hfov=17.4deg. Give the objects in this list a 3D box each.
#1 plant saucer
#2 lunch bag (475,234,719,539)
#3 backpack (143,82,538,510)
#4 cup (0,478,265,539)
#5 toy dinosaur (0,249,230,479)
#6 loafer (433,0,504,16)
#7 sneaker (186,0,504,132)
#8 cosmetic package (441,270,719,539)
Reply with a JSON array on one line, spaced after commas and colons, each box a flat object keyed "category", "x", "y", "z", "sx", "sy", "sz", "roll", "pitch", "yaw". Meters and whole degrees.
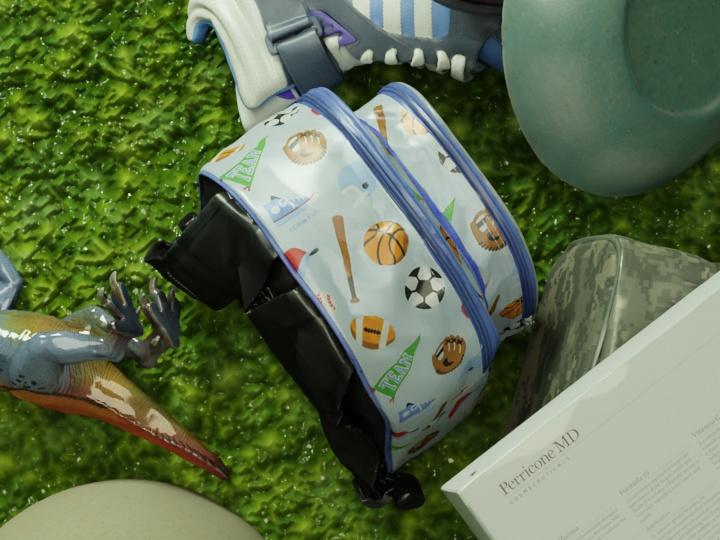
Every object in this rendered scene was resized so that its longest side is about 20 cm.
[{"category": "plant saucer", "x": 0.156, "y": -0.131, "z": 1.173, "sx": 0.039, "sy": 0.201, "sz": 0.202, "roll": 22, "pitch": 81, "yaw": 47}, {"category": "lunch bag", "x": 0.166, "y": 0.089, "z": 1.166, "sx": 0.167, "sy": 0.139, "sz": 0.201, "roll": 16, "pitch": 84, "yaw": -12}, {"category": "backpack", "x": 0.000, "y": 0.000, "z": 1.156, "sx": 0.154, "sy": 0.191, "sz": 0.200, "roll": -42, "pitch": 81, "yaw": -3}, {"category": "cup", "x": -0.128, "y": 0.199, "z": 1.158, "sx": 0.199, "sy": 0.143, "sz": 0.202, "roll": -1, "pitch": 81, "yaw": 4}, {"category": "toy dinosaur", "x": -0.191, "y": 0.047, "z": 1.217, "sx": 0.181, "sy": 0.105, "sz": 0.201, "roll": -18, "pitch": 93, "yaw": 21}, {"category": "loafer", "x": 0.109, "y": -0.177, "z": 1.189, "sx": 0.199, "sy": 0.063, "sz": 0.072, "roll": -12, "pitch": 54, "yaw": -37}, {"category": "sneaker", "x": 0.005, "y": -0.116, "z": 1.235, "sx": 0.200, "sy": 0.081, "sz": 0.147, "roll": 38, "pitch": 94, "yaw": 4}, {"category": "cosmetic package", "x": 0.160, "y": 0.099, "z": 1.067, "sx": 0.200, "sy": 0.052, "sz": 0.151, "roll": -36, "pitch": 94, "yaw": -8}]
